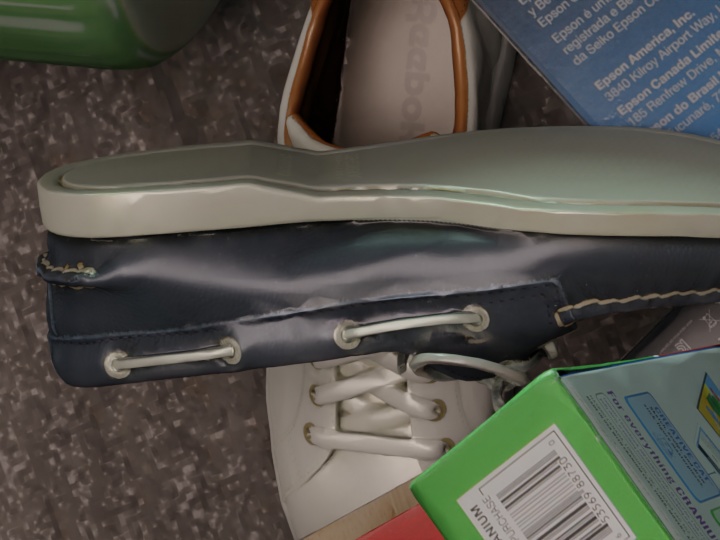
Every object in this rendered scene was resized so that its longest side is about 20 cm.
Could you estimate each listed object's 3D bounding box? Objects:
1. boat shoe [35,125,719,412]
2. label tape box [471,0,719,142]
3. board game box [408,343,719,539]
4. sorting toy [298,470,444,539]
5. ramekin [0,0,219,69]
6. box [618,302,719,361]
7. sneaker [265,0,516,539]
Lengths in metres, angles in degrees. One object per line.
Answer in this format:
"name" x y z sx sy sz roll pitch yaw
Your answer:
"boat shoe" 0.018 0.002 0.744 0.199 0.075 0.062 -2 106 -1
"label tape box" 0.068 -0.137 0.757 0.144 0.063 0.200 -38 108 16
"board game box" 0.101 0.089 0.665 0.040 0.200 0.153 -39 77 17
"sorting toy" 0.004 0.146 0.720 0.198 0.070 0.201 -29 57 10
"ramekin" -0.085 -0.148 0.794 0.097 0.200 0.201 10 94 12
"box" 0.147 0.058 0.781 0.158 0.051 0.200 47 105 15
"sneaker" 0.000 0.000 0.819 0.072 0.085 0.201 3 93 18
